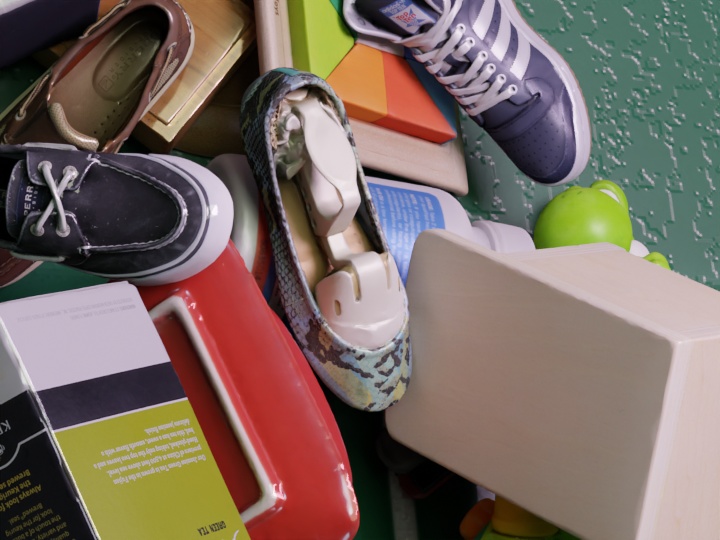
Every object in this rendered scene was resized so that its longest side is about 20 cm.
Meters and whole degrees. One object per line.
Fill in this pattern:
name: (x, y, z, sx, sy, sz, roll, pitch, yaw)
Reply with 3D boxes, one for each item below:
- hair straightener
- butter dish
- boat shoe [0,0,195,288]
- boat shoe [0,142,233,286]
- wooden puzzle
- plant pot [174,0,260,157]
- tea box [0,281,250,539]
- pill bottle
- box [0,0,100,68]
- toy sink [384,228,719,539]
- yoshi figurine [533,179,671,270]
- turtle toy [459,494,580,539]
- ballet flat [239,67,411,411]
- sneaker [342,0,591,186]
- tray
hair straightener: (0.094, 0.057, 1.649, 0.199, 0.077, 0.041, -32, 54, 5)
butter dish: (-0.083, 0.102, 1.563, 0.148, 0.200, 0.200, 3, 56, -60)
boat shoe: (-0.171, -0.078, 1.591, 0.075, 0.075, 0.203, 34, 87, -3)
boat shoe: (-0.163, -0.037, 1.507, 0.068, 0.199, 0.072, 10, 92, -58)
wooden puzzle: (0.003, -0.152, 1.712, 0.200, 0.037, 0.186, 17, 61, -50)
plant pot: (-0.091, -0.168, 1.730, 0.199, 0.027, 0.201, 9, 67, -22)
tea box: (-0.184, 0.139, 1.451, 0.133, 0.199, 0.198, -9, 73, -61)
pill bottle: (0.000, 0.000, 1.660, 0.199, 0.112, 0.113, 9, 68, -21)
box: (-0.273, -0.200, 1.572, 0.198, 0.123, 0.201, -25, 83, -14)
toy sink: (0.127, 0.061, 1.572, 0.112, 0.200, 0.131, -7, 112, -44)
yoshi figurine: (0.146, 0.033, 1.722, 0.112, 0.112, 0.201, -3, 69, -19)
turtle toy: (0.131, 0.189, 1.656, 0.199, 0.101, 0.147, 1, 94, -28)
ballet flat: (-0.015, -0.018, 1.558, 0.074, 0.074, 0.201, -23, 92, -30)
sneaker: (0.059, -0.133, 1.688, 0.108, 0.070, 0.201, -23, 85, -56)
tray: (-0.164, -0.168, 1.664, 0.200, 0.037, 0.099, 38, 71, 1)
